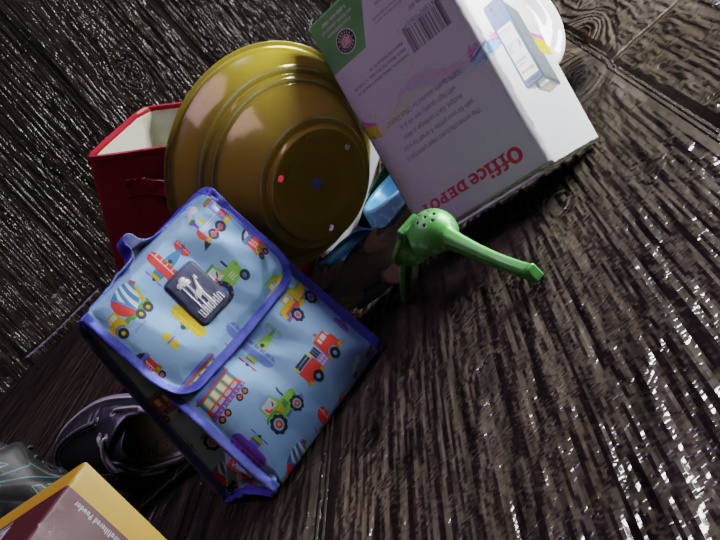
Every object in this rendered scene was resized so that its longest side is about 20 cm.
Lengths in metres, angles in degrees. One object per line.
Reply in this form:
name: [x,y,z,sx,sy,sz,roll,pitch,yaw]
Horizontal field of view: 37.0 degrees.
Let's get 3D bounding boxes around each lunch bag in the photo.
lunch bag: [-0.108,0.047,0.805,0.151,0.200,0.094,-51,15,-31]

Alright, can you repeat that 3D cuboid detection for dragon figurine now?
dragon figurine: [0.000,0.000,0.921,0.199,0.059,0.099,-40,3,14]

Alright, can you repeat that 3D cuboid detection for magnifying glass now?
magnifying glass: [0.030,-0.105,1.129,0.080,0.022,0.200,-63,4,-24]

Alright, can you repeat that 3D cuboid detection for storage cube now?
storage cube: [-0.144,-0.062,1.058,0.168,0.183,0.201,-6,23,9]

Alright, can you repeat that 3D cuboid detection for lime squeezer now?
lime squeezer: [0.056,-0.014,0.779,0.038,0.070,0.199,-65,18,-16]

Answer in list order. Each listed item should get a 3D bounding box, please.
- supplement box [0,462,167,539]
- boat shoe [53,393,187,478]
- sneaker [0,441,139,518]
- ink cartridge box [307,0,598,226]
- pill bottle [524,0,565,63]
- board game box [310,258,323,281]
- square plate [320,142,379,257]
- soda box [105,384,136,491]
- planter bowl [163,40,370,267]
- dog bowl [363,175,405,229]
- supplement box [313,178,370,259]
supplement box: [-0.212,0.256,0.620,0.196,0.133,0.201,-33,16,37]
boat shoe: [-0.204,0.150,0.976,0.197,0.076,0.060,-24,13,18]
sneaker: [-0.286,0.191,0.946,0.075,0.197,0.081,-34,54,45]
ink cartridge box: [0.071,-0.147,0.847,0.087,0.202,0.145,-26,-3,-45]
pill bottle: [0.110,-0.204,1.108,0.111,0.111,0.200,-52,9,-35]
board game box: [-0.108,0.080,1.096,0.200,0.026,0.200,-43,13,8]
square plate: [0.001,-0.106,1.087,0.200,0.028,0.201,-171,99,-88]
soda box: [-0.226,0.154,1.055,0.201,0.063,0.071,-50,12,22]
planter bowl: [-0.053,-0.079,0.875,0.201,0.201,0.083,-47,36,-14]
dog bowl: [0.082,-0.100,1.020,0.200,0.050,0.112,-42,13,8]
supplement box: [-0.065,-0.098,1.332,0.109,0.110,0.200,-43,12,-1]
